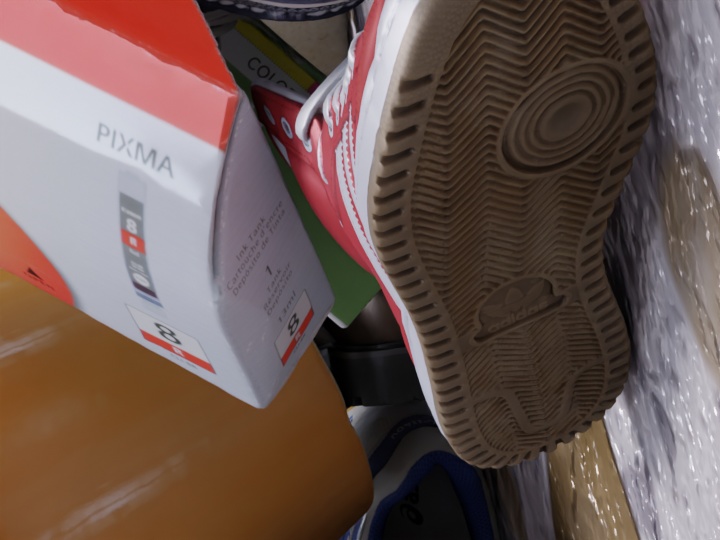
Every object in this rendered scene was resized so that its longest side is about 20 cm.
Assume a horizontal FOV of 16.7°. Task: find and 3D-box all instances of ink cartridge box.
[{"bbox_3d":[-0.099,-0.047,0.669,0.162,0.050,0.200,27,166,21],"label":"ink cartridge box"},{"bbox_3d":[-0.036,-0.045,0.796,0.104,0.059,0.200,40,-178,-29],"label":"ink cartridge box"}]

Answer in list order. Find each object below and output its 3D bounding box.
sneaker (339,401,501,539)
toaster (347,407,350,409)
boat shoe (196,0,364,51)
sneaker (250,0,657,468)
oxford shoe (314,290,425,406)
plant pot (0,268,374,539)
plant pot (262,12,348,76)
[{"bbox_3d":[0.022,0.149,0.937,0.088,0.075,0.200,-142,43,-76],"label":"sneaker"},{"bbox_3d":[-0.055,0.085,1.081,0.181,0.200,0.119,72,-178,-50],"label":"toaster"},{"bbox_3d":[-0.046,-0.085,0.676,0.200,0.075,0.093,-136,37,-53],"label":"boat shoe"},{"bbox_3d":[0.017,-0.044,0.589,0.200,0.071,0.113,83,163,-57],"label":"sneaker"},{"bbox_3d":[0.000,0.000,0.908,0.200,0.073,0.085,-179,79,-72],"label":"oxford shoe"},{"bbox_3d":[-0.104,0.075,0.853,0.200,0.183,0.200,54,165,21],"label":"plant pot"},{"bbox_3d":[-0.108,-0.113,1.043,0.200,0.183,0.201,168,90,-78],"label":"plant pot"}]
